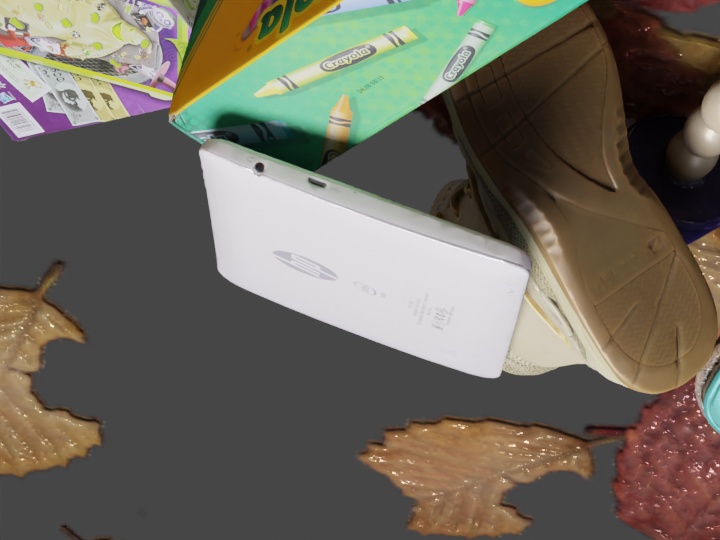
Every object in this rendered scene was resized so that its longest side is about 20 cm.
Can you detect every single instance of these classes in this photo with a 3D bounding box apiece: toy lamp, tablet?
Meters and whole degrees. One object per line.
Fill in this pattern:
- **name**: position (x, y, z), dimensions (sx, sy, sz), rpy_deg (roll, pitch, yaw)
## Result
- **toy lamp**: position (0.147, -0.068, 1.129), dimensions (0.058, 0.058, 0.200), rpy_deg (18, 146, -8)
- **tablet**: position (0.000, 0.000, 1.126), dimensions (0.130, 0.014, 0.200), rpy_deg (20, 166, 4)

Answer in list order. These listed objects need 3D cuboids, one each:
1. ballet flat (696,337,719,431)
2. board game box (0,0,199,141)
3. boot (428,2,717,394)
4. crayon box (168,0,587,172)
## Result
- **ballet flat**: position (0.204, -0.010, 1.166), dimensions (0.068, 0.067, 0.200), rpy_deg (39, 127, -2)
- **board game box**: position (-0.145, -0.131, 1.159), dimensions (0.120, 0.032, 0.200), rpy_deg (-6, 142, 30)
- **boot**: position (0.058, -0.043, 1.168), dimensions (0.200, 0.073, 0.155), rpy_deg (61, 163, -10)
- **crayon box**: position (0.019, -0.124, 1.034), dimensions (0.058, 0.119, 0.200), rpy_deg (32, 142, -26)
